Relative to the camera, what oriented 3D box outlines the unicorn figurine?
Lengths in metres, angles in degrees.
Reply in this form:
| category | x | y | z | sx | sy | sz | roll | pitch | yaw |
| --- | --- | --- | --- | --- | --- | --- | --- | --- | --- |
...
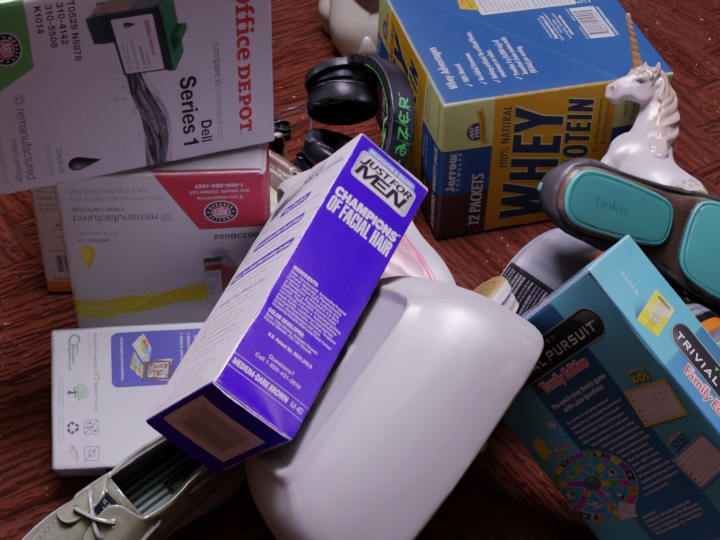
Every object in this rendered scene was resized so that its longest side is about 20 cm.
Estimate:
| category | x | y | z | sx | sy | sz | roll | pitch | yaw |
| --- | --- | --- | --- | --- | --- | --- | --- | --- | --- |
| unicorn figurine | 0.214 | -0.074 | 1.099 | 0.137 | 0.074 | 0.201 | -35 | 64 | 2 |

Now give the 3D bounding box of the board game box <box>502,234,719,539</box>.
| category | x | y | z | sx | sy | sz | roll | pitch | yaw |
| --- | --- | --- | --- | --- | --- | --- | --- | --- | --- |
| board game box | 0.172 | 0.098 | 0.863 | 0.047 | 0.151 | 0.201 | -36 | 85 | -37 |

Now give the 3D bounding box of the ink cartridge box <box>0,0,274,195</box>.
| category | x | y | z | sx | sy | sz | roll | pitch | yaw |
| --- | --- | --- | --- | --- | --- | --- | --- | --- | --- |
| ink cartridge box | -0.156 | -0.142 | 0.901 | 0.198 | 0.147 | 0.085 | -13 | 46 | -14 |

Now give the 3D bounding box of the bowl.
| category | x | y | z | sx | sy | sz | roll | pitch | yaw |
| --- | --- | --- | --- | --- | --- | --- | --- | --- | --- |
| bowl | 0.003 | 0.084 | 0.867 | 0.201 | 0.074 | 0.200 | -54 | 15 | -5 |

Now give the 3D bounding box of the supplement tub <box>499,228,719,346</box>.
| category | x | y | z | sx | sy | sz | roll | pitch | yaw |
| --- | --- | --- | --- | --- | --- | --- | --- | --- | --- |
| supplement tub | 0.190 | 0.066 | 0.989 | 0.122 | 0.123 | 0.199 | -30 | 50 | -32 |

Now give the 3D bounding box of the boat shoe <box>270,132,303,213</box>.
| category | x | y | z | sx | sy | sz | roll | pitch | yaw |
| --- | --- | --- | --- | --- | --- | --- | --- | --- | --- |
| boat shoe | -0.092 | -0.085 | 1.198 | 0.075 | 0.075 | 0.202 | -41 | 65 | -20 |

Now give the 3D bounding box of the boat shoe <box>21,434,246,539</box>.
| category | x | y | z | sx | sy | sz | roll | pitch | yaw |
| --- | --- | --- | --- | --- | --- | --- | --- | --- | --- |
| boat shoe | -0.156 | 0.154 | 0.902 | 0.199 | 0.062 | 0.072 | -38 | 63 | -22 |

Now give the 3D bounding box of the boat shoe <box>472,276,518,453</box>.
| category | x | y | z | sx | sy | sz | roll | pitch | yaw |
| --- | --- | --- | --- | --- | --- | --- | --- | --- | --- |
| boat shoe | 0.056 | 0.098 | 0.956 | 0.069 | 0.071 | 0.201 | 36 | 79 | -8 |

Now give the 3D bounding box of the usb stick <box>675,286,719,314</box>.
| category | x | y | z | sx | sy | sz | roll | pitch | yaw |
| --- | --- | --- | --- | --- | --- | --- | --- | --- | --- |
| usb stick | 0.260 | -0.004 | 1.087 | 0.055 | 0.033 | 0.200 | -17 | 18 | 3 |

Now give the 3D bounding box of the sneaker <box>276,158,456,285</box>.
| category | x | y | z | sx | sy | sz | roll | pitch | yaw |
| --- | --- | --- | --- | --- | --- | --- | --- | --- | --- |
| sneaker | 0.000 | 0.000 | 1.079 | 0.104 | 0.076 | 0.201 | -17 | 62 | -21 |

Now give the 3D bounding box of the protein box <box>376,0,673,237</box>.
| category | x | y | z | sx | sy | sz | roll | pitch | yaw |
| --- | --- | --- | --- | --- | --- | --- | --- | --- | --- |
| protein box | 0.133 | -0.155 | 1.237 | 0.198 | 0.136 | 0.199 | -9 | 41 | -12 |

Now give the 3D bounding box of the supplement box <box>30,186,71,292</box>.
| category | x | y | z | sx | sy | sz | roll | pitch | yaw |
| --- | --- | --- | --- | --- | --- | --- | --- | --- | --- |
| supplement box | -0.216 | -0.099 | 1.116 | 0.073 | 0.202 | 0.127 | 0 | 39 | -1 |

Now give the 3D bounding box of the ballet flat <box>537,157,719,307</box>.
| category | x | y | z | sx | sy | sz | roll | pitch | yaw |
| --- | --- | --- | --- | --- | --- | --- | --- | --- | --- |
| ballet flat | 0.206 | -0.028 | 0.968 | 0.198 | 0.069 | 0.068 | 25 | -2 | -18 |

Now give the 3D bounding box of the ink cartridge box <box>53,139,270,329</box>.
| category | x | y | z | sx | sy | sz | roll | pitch | yaw |
| --- | --- | --- | --- | --- | --- | --- | --- | --- | --- |
| ink cartridge box | -0.134 | -0.015 | 1.021 | 0.143 | 0.201 | 0.084 | -2 | 43 | -3 |

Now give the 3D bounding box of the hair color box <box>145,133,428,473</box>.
| category | x | y | z | sx | sy | sz | roll | pitch | yaw |
| --- | --- | --- | --- | --- | --- | --- | --- | --- | --- |
| hair color box | -0.044 | 0.021 | 0.887 | 0.065 | 0.109 | 0.201 | 37 | 59 | -15 |

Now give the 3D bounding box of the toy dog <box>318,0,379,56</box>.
| category | x | y | z | sx | sy | sz | roll | pitch | yaw |
| --- | --- | --- | --- | --- | --- | --- | --- | --- | --- |
| toy dog | 0.011 | -0.312 | 1.371 | 0.138 | 0.202 | 0.195 | 13 | 41 | 16 |

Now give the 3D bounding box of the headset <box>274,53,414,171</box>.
| category | x | y | z | sx | sy | sz | roll | pitch | yaw |
| --- | --- | --- | --- | --- | --- | --- | --- | --- | --- |
| headset | -0.032 | -0.123 | 1.216 | 0.093 | 0.125 | 0.199 | 8 | 1 | -32 |

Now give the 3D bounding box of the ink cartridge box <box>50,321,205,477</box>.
| category | x | y | z | sx | sy | sz | roll | pitch | yaw |
| --- | --- | --- | --- | --- | --- | --- | --- | --- | --- |
| ink cartridge box | -0.114 | 0.087 | 0.990 | 0.197 | 0.039 | 0.101 | -2 | 73 | -3 |
